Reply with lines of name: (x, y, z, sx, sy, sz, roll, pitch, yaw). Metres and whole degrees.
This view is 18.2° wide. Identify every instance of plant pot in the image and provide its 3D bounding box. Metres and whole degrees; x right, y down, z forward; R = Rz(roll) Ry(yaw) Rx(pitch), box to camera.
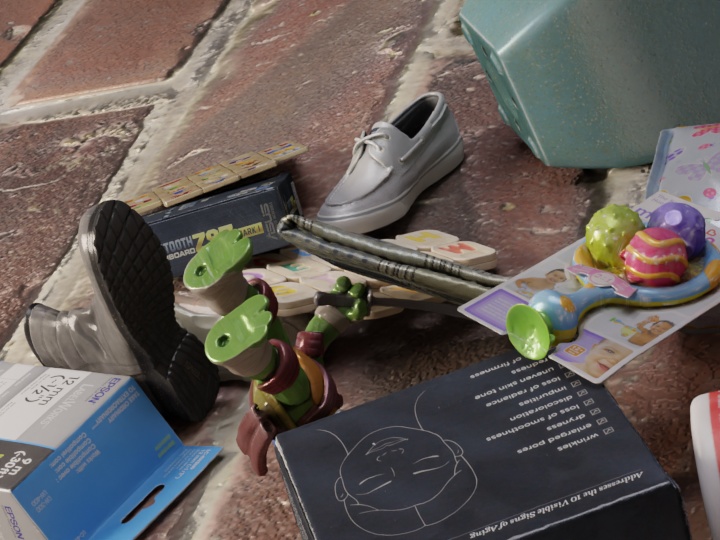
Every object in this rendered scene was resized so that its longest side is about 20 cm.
plant pot: (0.198, -0.194, 1.840, 0.199, 0.197, 0.197, -28, 27, -3)

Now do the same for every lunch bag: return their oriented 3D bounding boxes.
lunch bag: (0.281, -0.027, 1.532, 0.168, 0.128, 0.200, -8, 18, 15)

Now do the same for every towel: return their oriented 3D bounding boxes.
towel: (0.055, 0.000, 1.540, 0.198, 0.035, 0.193, 18, -2, 13)

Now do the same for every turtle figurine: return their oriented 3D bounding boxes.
turtle figurine: (-0.014, 0.051, 1.466, 0.199, 0.194, 0.145, -5, 57, 33)

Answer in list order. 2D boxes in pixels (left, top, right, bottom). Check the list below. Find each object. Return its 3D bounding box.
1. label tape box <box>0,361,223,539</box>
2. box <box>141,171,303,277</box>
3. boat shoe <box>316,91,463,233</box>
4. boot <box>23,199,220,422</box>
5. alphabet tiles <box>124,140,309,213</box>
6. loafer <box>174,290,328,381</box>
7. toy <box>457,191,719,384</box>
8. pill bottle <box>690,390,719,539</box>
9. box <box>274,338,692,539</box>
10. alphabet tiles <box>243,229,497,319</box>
label tape box: (-0.219, 0.134, 1.596, 0.199, 0.067, 0.143, 2, 32, 37)
box: (-0.128, -0.031, 1.801, 0.156, 0.051, 0.200, -17, 4, 4)
boat shoe: (0.023, -0.090, 1.857, 0.072, 0.069, 0.200, 2, 27, 39)
boot: (-0.195, 0.035, 1.629, 0.131, 0.201, 0.070, 4, 40, 31)
alphabet tiles: (-0.129, -0.080, 1.947, 0.165, 0.006, 0.200, -21, 8, -6)
loafer: (-0.113, 0.049, 1.705, 0.198, 0.073, 0.063, 3, 16, 24)
toy: (0.167, -0.008, 1.385, 0.115, 0.048, 0.199, 27, 45, 38)
pill bottle: (0.294, 0.108, 1.272, 0.198, 0.115, 0.114, -12, 27, 11)
box: (0.072, 0.156, 1.305, 0.198, 0.125, 0.197, -19, 25, -5)
alphabet tiles: (0.000, 0.000, 1.707, 0.199, 0.015, 0.195, -13, 18, -30)
